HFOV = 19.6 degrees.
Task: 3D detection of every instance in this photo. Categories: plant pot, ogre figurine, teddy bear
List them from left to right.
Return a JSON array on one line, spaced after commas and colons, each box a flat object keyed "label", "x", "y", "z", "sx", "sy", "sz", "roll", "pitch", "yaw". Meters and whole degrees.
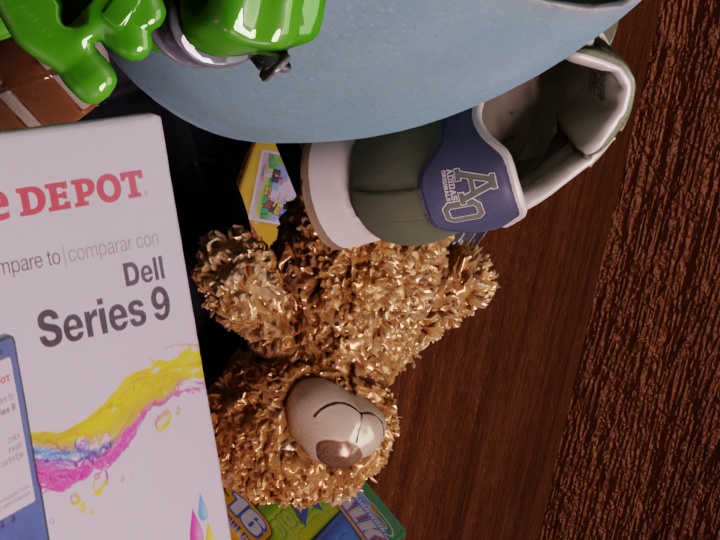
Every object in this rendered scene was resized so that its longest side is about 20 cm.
[{"label": "ogre figurine", "x": -0.113, "y": -0.084, "z": 0.543, "sx": 0.120, "sy": 0.200, "sz": 0.098, "roll": -102, "pitch": 180, "yaw": -80}, {"label": "plant pot", "x": -0.018, "y": -0.120, "z": 0.684, "sx": 0.135, "sy": 0.200, "sz": 0.200, "roll": -44, "pitch": -174, "yaw": 35}, {"label": "teddy bear", "x": 0.000, "y": 0.000, "z": 0.813, "sx": 0.200, "sy": 0.067, "sz": 0.145, "roll": -61, "pitch": 144, "yaw": -13}]

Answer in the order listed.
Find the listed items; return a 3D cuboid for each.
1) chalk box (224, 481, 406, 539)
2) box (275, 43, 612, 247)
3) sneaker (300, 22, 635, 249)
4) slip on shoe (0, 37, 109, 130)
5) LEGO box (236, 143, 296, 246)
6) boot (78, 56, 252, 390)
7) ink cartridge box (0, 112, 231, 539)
[{"label": "chalk box", "x": -0.071, "y": 0.130, "z": 0.995, "sx": 0.125, "sy": 0.124, "sz": 0.200, "roll": -42, "pitch": 178, "yaw": 17}, {"label": "box", "x": 0.034, "y": -0.110, "z": 0.914, "sx": 0.200, "sy": 0.050, "sz": 0.199, "roll": -55, "pitch": 144, "yaw": -28}, {"label": "sneaker", "x": 0.068, "y": -0.066, "z": 0.773, "sx": 0.200, "sy": 0.090, "sz": 0.067, "roll": -43, "pitch": 122, "yaw": -43}, {"label": "slip on shoe", "x": -0.135, "y": -0.114, "z": 0.679, "sx": 0.200, "sy": 0.076, "sz": 0.061, "roll": 55, "pitch": 12, "yaw": -64}, {"label": "LEGO box", "x": -0.010, "y": -0.079, "z": 1.142, "sx": 0.149, "sy": 0.077, "sz": 0.200, "roll": 92, "pitch": 16, "yaw": -81}, {"label": "boot", "x": -0.069, "y": -0.023, "z": 0.894, "sx": 0.200, "sy": 0.076, "sz": 0.168, "roll": -34, "pitch": 113, "yaw": -61}, {"label": "ink cartridge box", "x": -0.120, "y": 0.059, "z": 0.626, "sx": 0.145, "sy": 0.087, "sz": 0.200, "roll": -12, "pitch": 93, "yaw": -53}]
